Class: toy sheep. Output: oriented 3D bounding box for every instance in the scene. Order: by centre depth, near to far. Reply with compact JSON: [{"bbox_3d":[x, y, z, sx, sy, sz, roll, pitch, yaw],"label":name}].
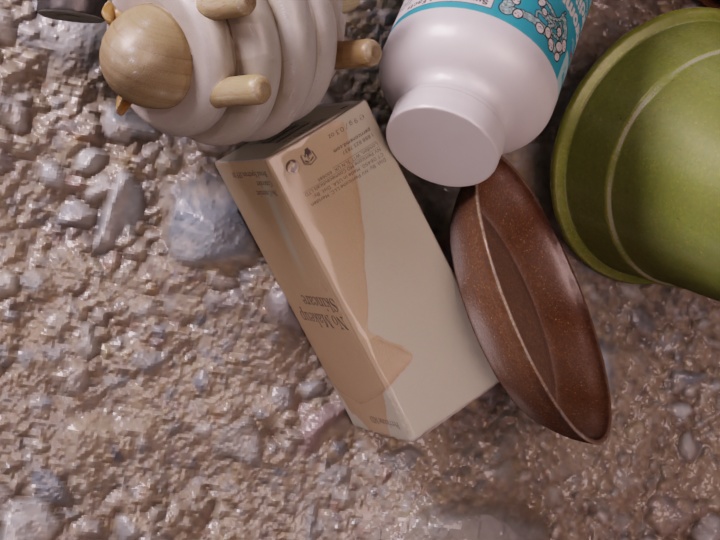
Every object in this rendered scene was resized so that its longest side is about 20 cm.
[{"bbox_3d":[-0.069,-0.138,1.029,0.200,0.138,0.138,-19,100,-44],"label":"toy sheep"}]

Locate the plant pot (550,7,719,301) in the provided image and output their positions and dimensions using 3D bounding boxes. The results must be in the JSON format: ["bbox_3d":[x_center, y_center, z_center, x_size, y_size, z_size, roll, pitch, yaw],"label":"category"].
[{"bbox_3d":[0.257,-0.050,1.143,0.200,0.190,0.200,-11,116,-24],"label":"plant pot"}]

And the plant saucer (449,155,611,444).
[{"bbox_3d":[0.104,0.022,1.133,0.037,0.200,0.200,-23,105,19],"label":"plant saucer"}]

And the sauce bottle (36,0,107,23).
[{"bbox_3d":[-0.158,-0.247,1.036,0.066,0.066,0.200,6,87,-26],"label":"sauce bottle"}]

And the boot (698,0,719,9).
[{"bbox_3d":[0.236,-0.272,1.201,0.200,0.077,0.155,25,85,-53],"label":"boot"}]

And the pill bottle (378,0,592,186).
[{"bbox_3d":[0.079,-0.148,1.096,0.111,0.111,0.200,37,54,-22],"label":"pill bottle"}]

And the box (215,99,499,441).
[{"bbox_3d":[0.000,0.000,1.106,0.078,0.095,0.200,-33,104,-20],"label":"box"}]
